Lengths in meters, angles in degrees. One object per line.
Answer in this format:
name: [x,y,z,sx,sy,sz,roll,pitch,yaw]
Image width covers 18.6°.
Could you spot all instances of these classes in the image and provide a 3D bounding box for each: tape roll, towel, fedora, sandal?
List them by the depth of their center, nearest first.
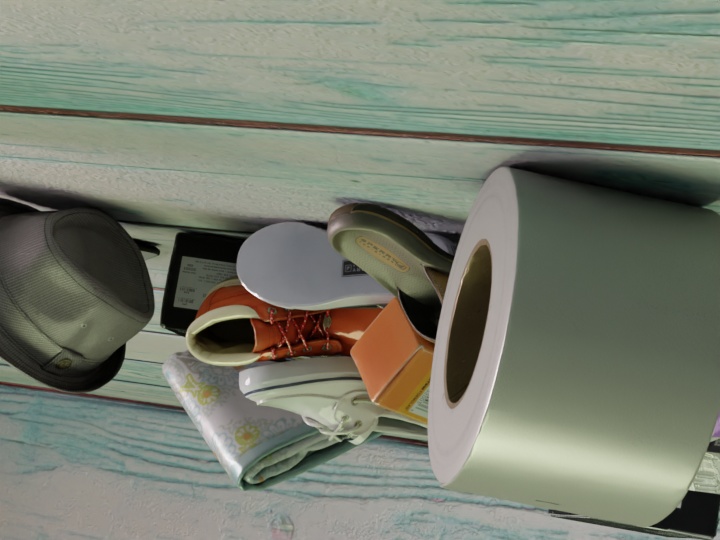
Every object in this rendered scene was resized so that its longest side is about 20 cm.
tape roll: [0.132,0.046,1.360,0.139,0.203,0.203,12,172,-9]
sandal: [0.060,0.021,1.592,0.200,0.055,0.082,32,144,-11]
fedora: [-0.243,0.006,1.823,0.090,0.177,0.200,-29,137,26]
towel: [-0.058,0.106,2.003,0.200,0.048,0.171,-21,-139,-18]

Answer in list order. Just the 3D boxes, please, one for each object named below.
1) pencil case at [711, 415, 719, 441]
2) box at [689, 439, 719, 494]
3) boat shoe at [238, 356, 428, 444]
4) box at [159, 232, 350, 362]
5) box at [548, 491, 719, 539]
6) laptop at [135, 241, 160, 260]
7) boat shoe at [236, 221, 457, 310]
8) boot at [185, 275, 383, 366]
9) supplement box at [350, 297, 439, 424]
pencil case: [0.248,0.107,1.783,0.200,0.084,0.086,-23,135,20]
box: [0.384,0.130,1.828,0.200,0.158,0.050,7,128,25]
boat shoe: [-0.006,0.109,1.798,0.200,0.067,0.074,1,167,-31]
box: [-0.052,0.034,1.914,0.200,0.086,0.164,8,172,15]
box: [0.407,0.324,3.250,0.200,0.124,0.197,11,171,-11]
laptop: [-0.307,0.023,2.048,0.187,0.116,0.200,12,172,-17]
boat shoe: [0.000,0.000,1.709,0.200,0.070,0.066,-3,165,30]
boot: [-0.041,0.044,1.762,0.200,0.075,0.107,-4,-168,15]
supplement box: [0.092,0.091,1.688,0.200,0.069,0.067,25,-156,-35]
